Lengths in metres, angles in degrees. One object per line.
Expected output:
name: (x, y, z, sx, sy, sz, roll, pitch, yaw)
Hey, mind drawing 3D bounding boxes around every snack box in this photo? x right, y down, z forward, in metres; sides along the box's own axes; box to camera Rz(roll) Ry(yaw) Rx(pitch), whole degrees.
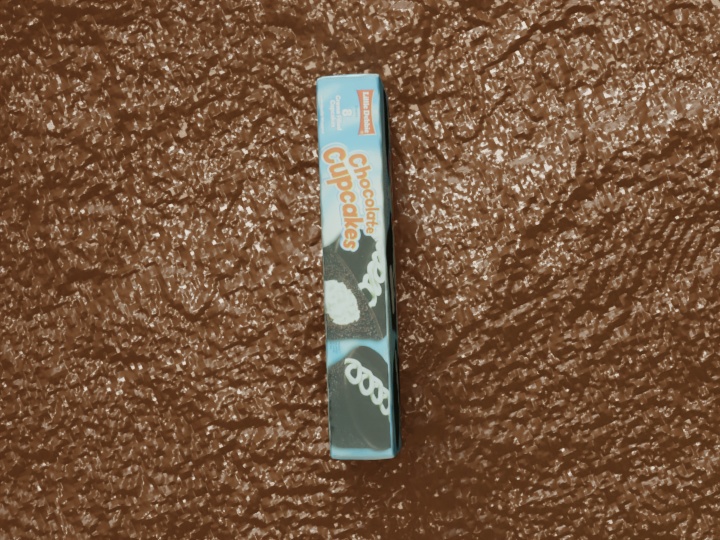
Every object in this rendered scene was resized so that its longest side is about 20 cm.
snack box: (0.000, 0.000, 1.413, 0.037, 0.116, 0.200, -2, 88, 2)
